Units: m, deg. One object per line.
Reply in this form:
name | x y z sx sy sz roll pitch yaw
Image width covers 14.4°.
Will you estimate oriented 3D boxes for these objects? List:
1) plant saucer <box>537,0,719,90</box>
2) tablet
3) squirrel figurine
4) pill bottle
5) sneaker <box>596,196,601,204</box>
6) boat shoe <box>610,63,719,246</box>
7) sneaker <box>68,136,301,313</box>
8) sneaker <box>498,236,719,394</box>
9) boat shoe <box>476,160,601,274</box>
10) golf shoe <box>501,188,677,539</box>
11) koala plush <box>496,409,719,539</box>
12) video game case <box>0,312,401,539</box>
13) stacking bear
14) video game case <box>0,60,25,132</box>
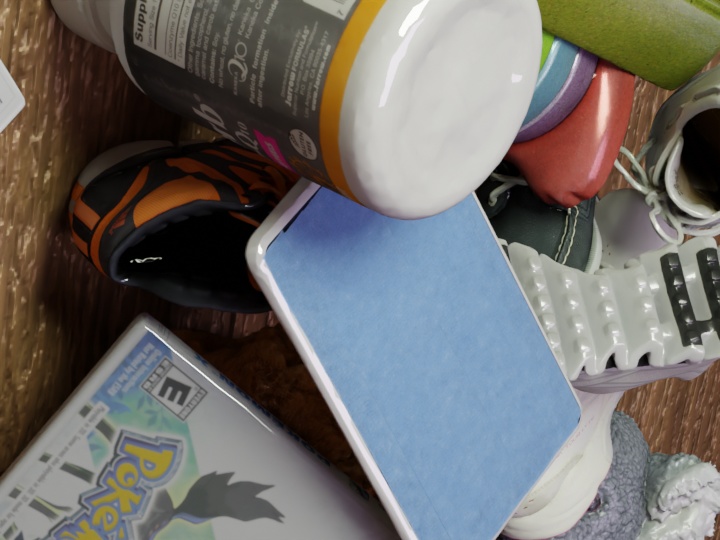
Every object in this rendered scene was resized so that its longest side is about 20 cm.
plant saucer | 0.139 -0.202 1.341 0.200 0.048 0.201 18 83 -52
tablet | 0.028 0.030 1.253 0.130 0.014 0.201 -49 124 -34
squirrel figurine | -0.023 0.109 1.354 0.142 0.186 0.200 -51 144 -17
pill bottle | -0.032 -0.108 1.187 0.116 0.199 0.117 -30 134 -38
sneaker | 0.070 0.020 1.535 0.200 0.073 0.071 -40 132 -44
boat shoe | 0.167 -0.049 1.399 0.086 0.075 0.202 -40 179 -19
sneaker | -0.025 -0.026 1.259 0.199 0.112 0.078 -17 113 -10
sneaker | 0.095 0.030 1.372 0.199 0.076 0.081 1 157 -15
boat shoe | 0.090 -0.051 1.465 0.060 0.075 0.201 65 28 -44
golf shoe | 0.107 0.036 1.466 0.092 0.075 0.201 45 60 -46
koala plush | 0.092 0.155 1.570 0.201 0.177 0.184 -59 157 -7
video game case | -0.091 0.150 1.284 0.200 0.182 0.022 -49 -170 10
stacking bear | 0.035 -0.121 1.355 0.200 0.121 0.114 23 91 -50
video game case | -0.219 -0.080 1.121 0.143 0.018 0.200 -50 144 -18
